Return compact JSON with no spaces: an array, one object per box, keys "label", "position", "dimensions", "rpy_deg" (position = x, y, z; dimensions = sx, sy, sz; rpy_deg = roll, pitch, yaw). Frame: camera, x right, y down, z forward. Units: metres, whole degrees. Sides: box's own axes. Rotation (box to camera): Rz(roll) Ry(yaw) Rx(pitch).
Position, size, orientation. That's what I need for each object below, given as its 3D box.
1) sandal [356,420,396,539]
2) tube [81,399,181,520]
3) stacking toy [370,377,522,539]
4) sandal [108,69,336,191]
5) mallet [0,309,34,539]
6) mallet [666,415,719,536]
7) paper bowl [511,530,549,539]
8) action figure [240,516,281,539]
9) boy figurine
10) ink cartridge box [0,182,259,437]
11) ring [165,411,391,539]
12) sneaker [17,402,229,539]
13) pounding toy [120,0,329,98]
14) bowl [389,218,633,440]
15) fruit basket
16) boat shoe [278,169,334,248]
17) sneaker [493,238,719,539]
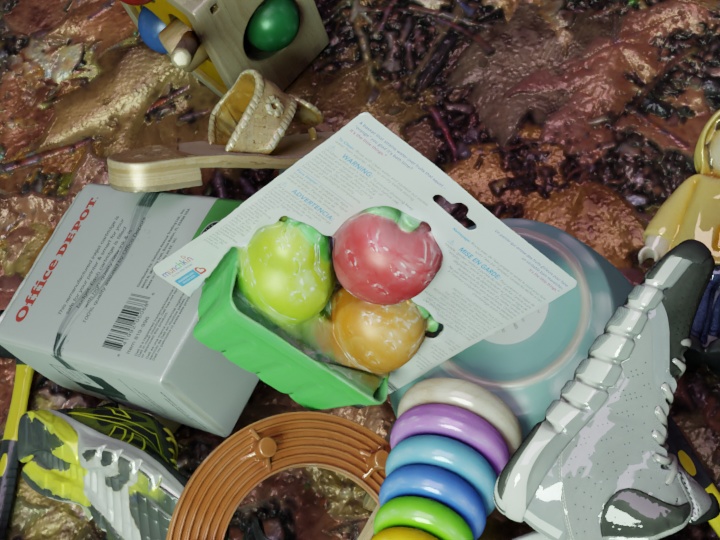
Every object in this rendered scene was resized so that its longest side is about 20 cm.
[{"label":"sandal","position":[0.016,0.210,0.829],"dimensions":[0.069,0.078,0.213],"rpy_deg":[20,70,6]},{"label":"tube","position":[-0.150,0.093,0.939],"dimensions":[0.200,0.058,0.052],"rpy_deg":[-44,103,-5]},{"label":"stacking toy","position":[0.034,0.164,0.747],"dimensions":[0.084,0.086,0.201],"rpy_deg":[11,48,18]},{"label":"sandal","position":[-0.086,-0.111,0.911],"dimensions":[0.210,0.070,0.077],"rpy_deg":[-14,22,-31]},{"label":"mallet","position":[-0.259,0.124,0.956],"dimensions":[0.065,0.041,0.202],"rpy_deg":[-7,69,14]},{"label":"mallet","position":[0.229,0.140,0.784],"dimensions":[0.065,0.041,0.202],"rpy_deg":[-25,84,-4]},{"label":"paper bowl","position":[0.136,0.267,0.755],"dimensions":[0.198,0.105,0.203],"rpy_deg":[-5,65,11]},{"label":"action figure","position":[-0.137,0.235,0.832],"dimensions":[0.198,0.119,0.103],"rpy_deg":[-14,57,1]},{"label":"boy figurine","position":[0.264,-0.024,0.879],"dimensions":[0.123,0.065,0.202],"rpy_deg":[10,70,19]},{"label":"ink cartridge box","position":[-0.151,0.022,0.900],"dimensions":[0.199,0.083,0.148],"rpy_deg":[10,63,41]},{"label":"ring","position":[-0.027,0.188,0.773],"dimensions":[0.198,0.019,0.203],"rpy_deg":[10,70,-26]},{"label":"sneaker","position":[-0.149,0.132,0.835],"dimensions":[0.199,0.084,0.075],"rpy_deg":[23,117,37]},{"label":"pounding toy","position":[-0.129,-0.214,0.992],"dimensions":[0.200,0.184,0.142],"rpy_deg":[40,80,25]},{"label":"bowl","position":[0.106,0.045,0.863],"dimensions":[0.198,0.105,0.203],"rpy_deg":[-5,66,11]},{"label":"fruit basket","position":[0.000,0.000,0.762],"dimensions":[0.199,0.185,0.094],"rpy_deg":[-37,33,32]},{"label":"boat shoe","position":[-0.016,-0.007,0.933],"dimensions":[0.070,0.072,0.202],"rpy_deg":[-17,61,10]},{"label":"sneaker","position":[0.177,0.089,0.735],"dimensions":[0.115,0.075,0.201],"rpy_deg":[36,90,14]}]
